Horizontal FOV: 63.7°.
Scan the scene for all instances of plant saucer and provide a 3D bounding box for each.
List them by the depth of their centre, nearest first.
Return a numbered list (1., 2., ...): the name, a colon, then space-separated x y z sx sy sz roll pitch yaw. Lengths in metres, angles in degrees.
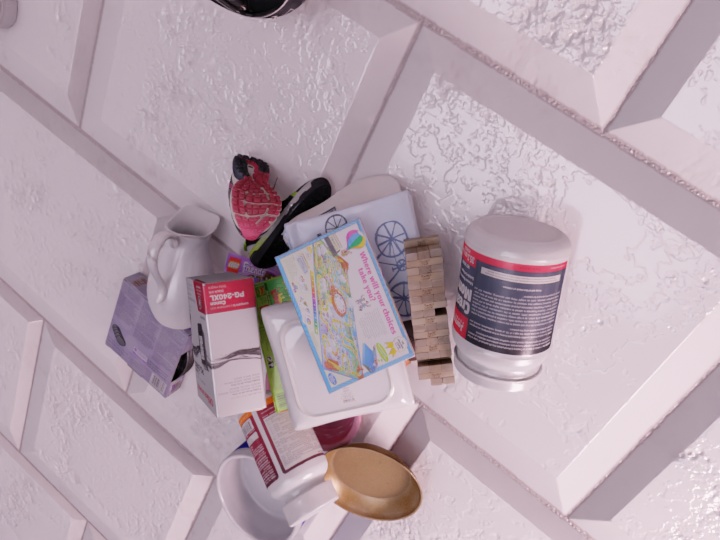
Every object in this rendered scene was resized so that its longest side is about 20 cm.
1. plant saucer: 0.016 0.364 1.017 0.194 0.036 0.204 9 128 12
2. plant saucer: -0.078 0.220 1.036 0.195 0.051 0.207 10 112 25

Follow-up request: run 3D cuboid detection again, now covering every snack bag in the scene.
1. snack bag: 0.000 0.000 0.851 0.194 0.021 0.194 -14 103 7

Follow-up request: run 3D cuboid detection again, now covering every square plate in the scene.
1. square plate: -0.033 0.132 0.858 0.194 0.028 0.204 -13 101 6

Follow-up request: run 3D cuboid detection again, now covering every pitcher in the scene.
1. pitcher: -0.327 0.007 1.024 0.119 0.172 0.205 23 116 12

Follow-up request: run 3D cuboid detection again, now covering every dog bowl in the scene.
1. dog bowl: -0.186 0.434 1.150 0.195 0.079 0.206 10 111 25

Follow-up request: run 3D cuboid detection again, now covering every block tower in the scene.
1. block tower: 0.097 0.057 0.820 0.052 0.058 0.206 -7 102 5

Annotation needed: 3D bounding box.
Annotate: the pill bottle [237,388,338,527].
1. pill bottle: -0.120 0.305 0.962 0.109 0.108 0.203 -43 66 32

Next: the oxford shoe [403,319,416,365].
1. oxford shoe: 0.054 0.046 0.907 0.071 0.071 0.204 -23 100 12

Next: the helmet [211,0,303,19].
1. helmet: -0.144 -0.437 0.765 0.198 0.186 0.206 -19 67 55

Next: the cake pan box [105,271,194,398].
1. cake pan box: -0.427 0.136 1.193 0.198 0.052 0.187 36 122 13

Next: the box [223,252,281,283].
1. box: -0.159 0.060 1.001 0.195 0.039 0.141 14 89 23

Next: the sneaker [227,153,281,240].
1. sneaker: -0.171 -0.106 0.912 0.078 0.202 0.076 11 122 -19

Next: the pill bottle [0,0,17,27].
1. pill bottle: -0.749 -0.500 1.058 0.111 0.199 0.118 9 112 24

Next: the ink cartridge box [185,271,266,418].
1. ink cartridge box: -0.215 0.112 0.915 0.144 0.081 0.207 6 101 63

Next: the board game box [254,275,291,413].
1. board game box: -0.107 0.111 0.925 0.099 0.048 0.206 -16 85 7

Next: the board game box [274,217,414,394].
1. board game box: -0.021 0.049 0.809 0.131 0.034 0.205 -22 88 5

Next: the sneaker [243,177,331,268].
1. sneaker: -0.132 -0.092 0.945 0.200 0.071 0.084 -44 63 21

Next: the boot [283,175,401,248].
1. boot: -0.018 -0.071 0.903 0.195 0.074 0.091 -22 140 13

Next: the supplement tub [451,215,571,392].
1. supplement tub: 0.196 0.041 0.776 0.137 0.140 0.206 13 113 23
